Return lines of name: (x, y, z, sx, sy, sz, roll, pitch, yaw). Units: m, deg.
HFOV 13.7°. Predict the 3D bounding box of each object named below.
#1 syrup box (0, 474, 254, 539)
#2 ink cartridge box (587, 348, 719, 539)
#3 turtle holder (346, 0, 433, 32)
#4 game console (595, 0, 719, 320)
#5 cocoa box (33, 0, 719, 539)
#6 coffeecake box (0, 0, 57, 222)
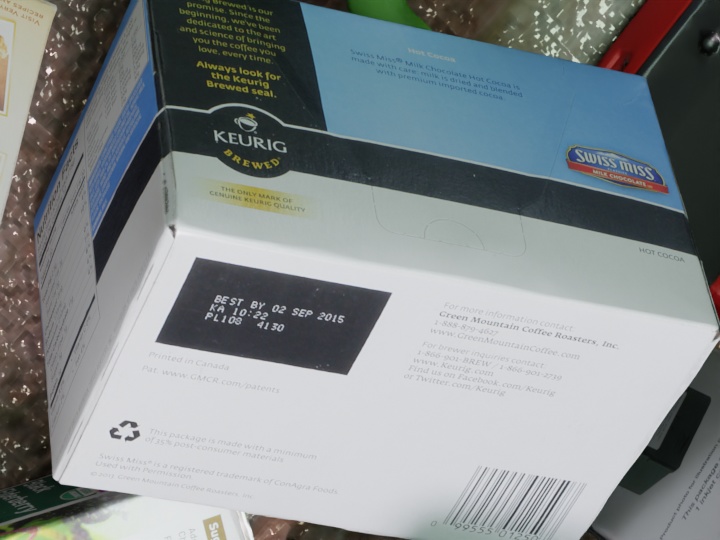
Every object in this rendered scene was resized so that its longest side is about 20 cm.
syrup box: (-0.138, 0.128, 1.063, 0.200, 0.079, 0.082, -18, 101, -17)
ink cartridge box: (0.162, 0.096, 1.103, 0.146, 0.200, 0.084, 32, 88, -20)
turtle holder: (-0.039, -0.160, 1.051, 0.185, 0.141, 0.132, 2, 78, 19)
game console: (0.189, -0.067, 1.188, 0.177, 0.031, 0.200, 41, 82, -24)
cocoa box: (0.000, 0.000, 1.046, 0.200, 0.131, 0.133, 11, 133, -21)
coffeecake box: (-0.176, 0.016, 0.958, 0.073, 0.153, 0.200, 21, 60, -20)
